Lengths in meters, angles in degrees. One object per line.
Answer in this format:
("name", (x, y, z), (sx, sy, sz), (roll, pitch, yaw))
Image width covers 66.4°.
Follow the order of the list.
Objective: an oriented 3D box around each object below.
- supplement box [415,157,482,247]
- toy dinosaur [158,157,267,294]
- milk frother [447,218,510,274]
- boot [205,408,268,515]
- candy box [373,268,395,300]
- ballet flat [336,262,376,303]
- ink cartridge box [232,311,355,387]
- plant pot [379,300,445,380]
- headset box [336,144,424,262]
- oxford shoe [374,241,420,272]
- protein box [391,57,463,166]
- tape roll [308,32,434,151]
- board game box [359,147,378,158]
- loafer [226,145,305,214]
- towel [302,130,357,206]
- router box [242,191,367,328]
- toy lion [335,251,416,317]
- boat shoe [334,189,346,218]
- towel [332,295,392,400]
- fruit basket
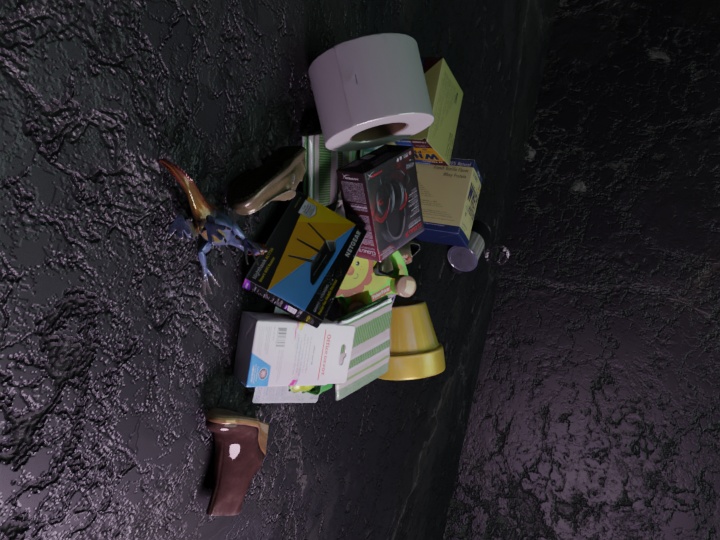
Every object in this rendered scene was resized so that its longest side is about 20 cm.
("supplement box", (0.204, -0.188, 1.482), (0.134, 0.199, 0.201), (33, 69, -65))
("toy dinosaur", (-0.196, -0.064, 0.806), (0.182, 0.104, 0.201), (-58, 143, -79))
("milk frother", (0.454, -0.066, 2.089), (0.188, 0.199, 0.181), (-54, 150, -42))
("boot", (-0.221, 0.328, 0.927), (0.200, 0.072, 0.167), (57, 47, -62))
("candy box", (0.024, 0.119, 1.307), (0.168, 0.071, 0.201), (96, 16, -71))
("ballet flat", (-0.007, -0.013, 1.266), (0.067, 0.067, 0.201), (52, 54, -48))
("ink cartridge box", (-0.115, 0.140, 0.978), (0.199, 0.068, 0.116), (7, 95, -35))
("plant pot", (0.125, 0.183, 1.501), (0.201, 0.200, 0.190), (-9, 94, -64))
("headset box", (0.045, -0.123, 1.062), (0.148, 0.075, 0.201), (-34, 126, -37))
("oxford shoe", (0.098, -0.040, 1.465), (0.200, 0.074, 0.071), (-45, 141, -50))
("protein box", (0.149, -0.385, 1.355), (0.200, 0.134, 0.200), (15, 86, -65))
("tape roll", (0.019, -0.310, 0.979), (0.202, 0.202, 0.140), (-11, 89, -64))
("board game box", (0.028, -0.257, 1.219), (0.134, 0.034, 0.201), (-29, 124, -77))
("loafer", (-0.141, -0.140, 0.897), (0.200, 0.076, 0.068), (-52, 138, -45))
("towel", (-0.058, -0.210, 1.098), (0.200, 0.023, 0.153), (-38, 134, -57))
("router box", (-0.094, -0.021, 0.966), (0.201, 0.149, 0.051), (-65, -173, -29))
("toy lion", (0.000, 0.000, 1.167), (0.199, 0.069, 0.192), (-27, 106, -21))
("boat shoe", (-0.017, -0.146, 1.098), (0.201, 0.071, 0.069), (-62, 142, -16))
("towel", (0.005, 0.161, 1.148), (0.152, 0.023, 0.201), (-24, 129, -33))
("fruit basket", (-0.127, 0.168, 1.080), (0.200, 0.093, 0.186), (18, 83, -50))
